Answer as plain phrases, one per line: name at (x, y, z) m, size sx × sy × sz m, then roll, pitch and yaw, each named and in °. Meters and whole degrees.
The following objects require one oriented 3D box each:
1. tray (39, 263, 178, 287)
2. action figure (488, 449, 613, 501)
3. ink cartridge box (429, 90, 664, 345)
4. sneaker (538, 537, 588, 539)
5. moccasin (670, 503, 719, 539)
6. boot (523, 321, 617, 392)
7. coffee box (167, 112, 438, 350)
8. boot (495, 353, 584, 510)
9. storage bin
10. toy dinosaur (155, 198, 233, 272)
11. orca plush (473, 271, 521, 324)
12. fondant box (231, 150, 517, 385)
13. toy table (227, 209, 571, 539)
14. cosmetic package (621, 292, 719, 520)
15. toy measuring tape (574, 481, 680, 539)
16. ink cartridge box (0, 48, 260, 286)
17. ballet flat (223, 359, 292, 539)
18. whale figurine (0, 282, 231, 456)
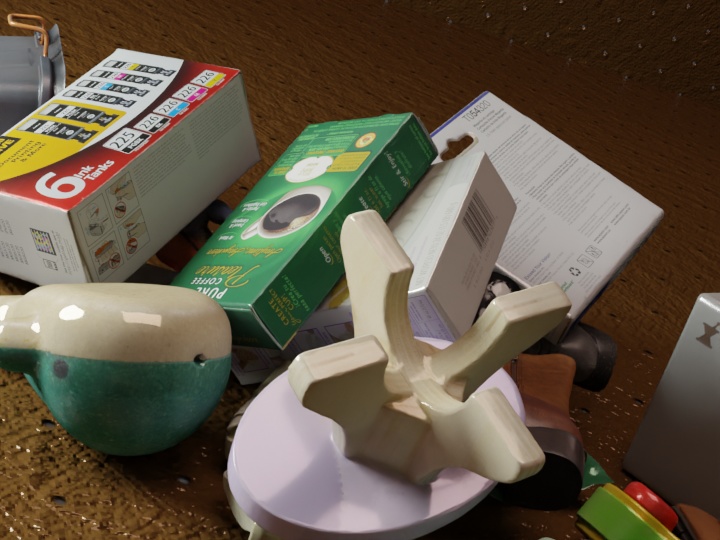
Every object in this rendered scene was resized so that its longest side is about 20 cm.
tray at (-0.153, 0.028, 1.025) m, size 0.198 × 0.022 × 0.108 m, roll 16°, pitch 21°, yaw -16°
action figure at (0.102, 0.109, 1.038) m, size 0.117 × 0.055 × 0.200 m, roll 7°, pitch 20°, yaw -28°
ink cartridge box at (0.136, -0.051, 1.121) m, size 0.199 × 0.044 × 0.196 m, roll 36°, pitch 45°, yaw 15°
sneaker at (0.117, 0.210, 0.743) m, size 0.118 × 0.074 × 0.200 m, roll 42°, pitch 18°, yaw 32°
moccasin at (0.253, 0.224, 0.867) m, size 0.077 × 0.075 × 0.201 m, roll 11°, pitch 10°, yaw -2°
boot at (0.122, 0.042, 1.143) m, size 0.130 × 0.071 × 0.200 m, roll 15°, pitch 3°, yaw -27°
coffee box at (-0.045, -0.030, 0.928) m, size 0.122 × 0.201 × 0.044 m, roll 0°, pitch -47°, yaw 48°
boot at (0.068, 0.081, 0.928) m, size 0.186 × 0.069 × 0.200 m, roll 8°, pitch 21°, yaw 2°
storage bin at (-0.337, -0.155, 1.168) m, size 0.133 × 0.147 × 0.200 m, roll 3°, pitch 24°, yaw -18°
toy dinosaur at (-0.155, -0.043, 1.060) m, size 0.179 × 0.106 × 0.200 m, roll 6°, pitch 21°, yaw 21°
orca plush at (0.029, 0.018, 1.013) m, size 0.197 × 0.072 × 0.105 m, roll -9°, pitch -4°, yaw 5°
fondant box at (0.000, 0.000, 0.942) m, size 0.058 × 0.198 × 0.145 m, roll 54°, pitch 42°, yaw -28°
toy table at (0.027, 0.070, 0.753) m, size 0.199 × 0.118 × 0.184 m, roll -27°, pitch 63°, yaw -37°
cosmetic package at (0.357, 0.126, 1.076) m, size 0.199 × 0.168 × 0.167 m, roll 0°, pitch 28°, yaw -47°
toy measuring tape at (0.185, 0.180, 0.853) m, size 0.073 × 0.074 × 0.200 m, roll 18°, pitch -1°, yaw -7°
ink cartridge box at (-0.207, -0.082, 0.994) m, size 0.174 × 0.085 × 0.200 m, roll 14°, pitch 43°, yaw 31°
ballet flat at (-0.057, 0.119, 0.834) m, size 0.069 × 0.070 × 0.200 m, roll 15°, pitch 21°, yaw -16°
whale figurine at (-0.174, 0.060, 0.845) m, size 0.198 × 0.105 × 0.158 m, roll 5°, pitch 4°, yaw 36°
